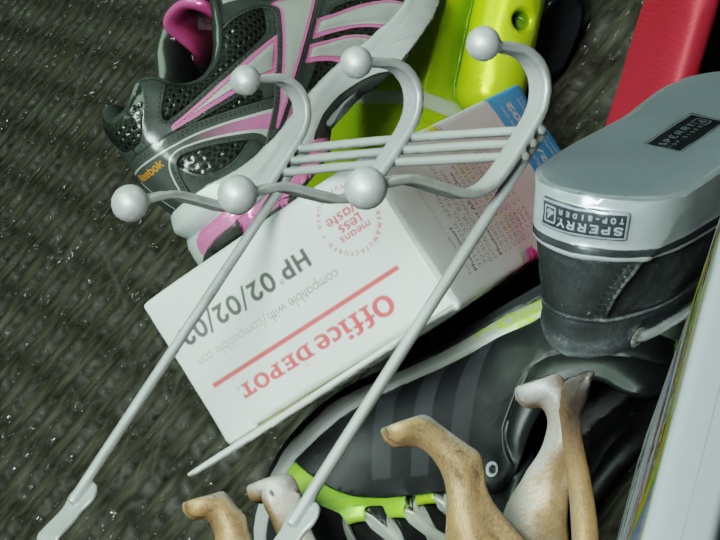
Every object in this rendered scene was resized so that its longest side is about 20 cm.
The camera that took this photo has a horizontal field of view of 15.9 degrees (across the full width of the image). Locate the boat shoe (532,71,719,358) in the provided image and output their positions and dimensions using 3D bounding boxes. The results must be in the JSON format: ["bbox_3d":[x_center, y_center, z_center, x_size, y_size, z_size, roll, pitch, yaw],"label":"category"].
[{"bbox_3d":[0.124,-0.020,0.890,0.073,0.068,0.199,14,24,28],"label":"boat shoe"}]

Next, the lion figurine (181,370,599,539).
[{"bbox_3d":[0.014,0.118,0.884,0.200,0.123,0.072,-24,-8,31],"label":"lion figurine"}]

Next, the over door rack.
[{"bbox_3d":[-0.031,0.012,0.847,0.148,0.067,0.201,-2,61,53],"label":"over door rack"}]

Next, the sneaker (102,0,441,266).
[{"bbox_3d":[-0.037,-0.093,1.074,0.080,0.086,0.200,-37,13,40],"label":"sneaker"}]

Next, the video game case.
[{"bbox_3d":[0.088,0.087,0.765,0.182,0.022,0.200,98,-170,-54],"label":"video game case"}]

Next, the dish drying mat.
[{"bbox_3d":[0.123,-0.100,0.983,0.077,0.018,0.201,138,151,-74],"label":"dish drying mat"}]

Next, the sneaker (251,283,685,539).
[{"bbox_3d":[0.039,0.071,0.935,0.200,0.072,0.083,-39,30,20],"label":"sneaker"}]

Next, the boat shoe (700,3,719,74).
[{"bbox_3d":[0.187,-0.147,1.007,0.201,0.066,0.074,-64,22,14],"label":"boat shoe"}]

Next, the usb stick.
[{"bbox_3d":[0.037,-0.110,1.227,0.200,0.033,0.056,8,64,60],"label":"usb stick"}]

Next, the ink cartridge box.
[{"bbox_3d":[0.000,0.000,0.991,0.115,0.068,0.200,-33,-2,28],"label":"ink cartridge box"}]

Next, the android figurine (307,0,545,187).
[{"bbox_3d":[0.018,-0.098,1.174,0.182,0.041,0.201,3,79,59],"label":"android figurine"}]
